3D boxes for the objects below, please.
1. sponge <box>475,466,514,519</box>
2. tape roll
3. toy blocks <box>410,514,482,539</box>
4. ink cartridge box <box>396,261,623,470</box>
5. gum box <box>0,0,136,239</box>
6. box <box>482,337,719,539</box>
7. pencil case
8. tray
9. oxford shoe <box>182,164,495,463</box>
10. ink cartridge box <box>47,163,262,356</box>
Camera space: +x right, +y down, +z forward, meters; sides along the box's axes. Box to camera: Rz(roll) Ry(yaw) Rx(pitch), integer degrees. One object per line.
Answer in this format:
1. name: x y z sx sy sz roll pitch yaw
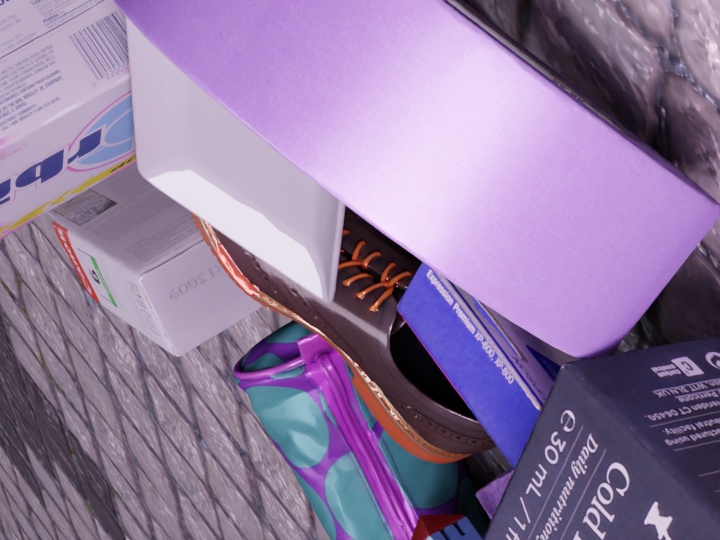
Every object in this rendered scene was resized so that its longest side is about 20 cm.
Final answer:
1. sponge: 0.125 0.169 1.137 0.200 0.030 0.112 56 165 6
2. tape roll: 0.018 -0.056 0.817 0.200 0.066 0.200 36 -174 -5
3. toy blocks: 0.030 0.204 1.192 0.137 0.100 0.200 54 138 14
4. ink cartridge box: 0.074 0.049 0.891 0.095 0.037 0.200 54 -168 34
5. gum box: -0.122 -0.085 1.106 0.066 0.200 0.114 55 162 12
6. box: 0.126 0.157 0.797 0.197 0.124 0.200 45 127 36
7. pencil case: 0.016 0.110 1.259 0.200 0.085 0.092 62 180 -11
8. tray: -0.045 -0.059 1.019 0.107 0.022 0.200 33 159 11
9. oxford shoe: 0.000 0.000 1.128 0.200 0.071 0.073 45 159 -9
10. ink cartridge box: -0.091 -0.025 1.291 0.200 0.109 0.050 26 144 63
